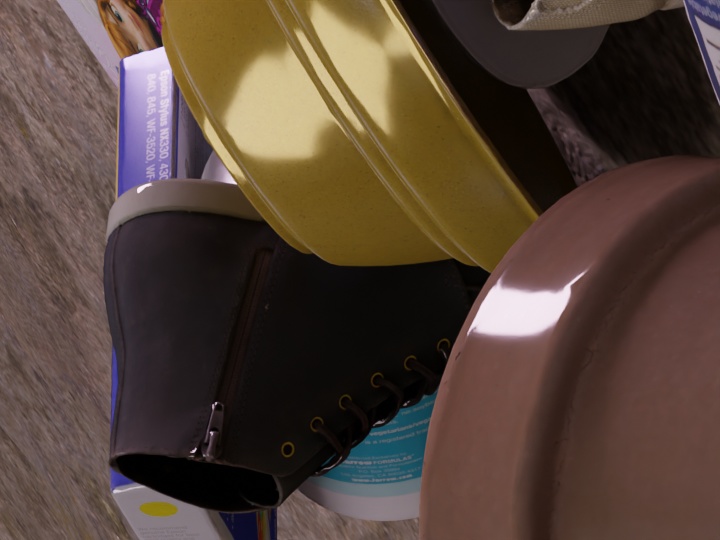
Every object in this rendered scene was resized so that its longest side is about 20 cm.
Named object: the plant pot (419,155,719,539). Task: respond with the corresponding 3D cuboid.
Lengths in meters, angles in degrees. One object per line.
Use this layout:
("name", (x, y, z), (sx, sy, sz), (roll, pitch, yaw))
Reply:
("plant pot", (0.143, 0.070, 0.780), (0.175, 0.200, 0.200), (3, 126, 50))

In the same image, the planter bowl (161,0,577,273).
("planter bowl", (-0.007, -0.064, 0.957), (0.200, 0.083, 0.200), (56, -170, -15))

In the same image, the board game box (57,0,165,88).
("board game box", (-0.093, -0.135, 1.286), (0.200, 0.041, 0.200), (55, 164, 5))

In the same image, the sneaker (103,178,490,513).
("sneaker", (0.008, 0.036, 1.023), (0.075, 0.200, 0.106), (111, 162, -63))

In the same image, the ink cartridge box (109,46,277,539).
("ink cartridge box", (-0.072, 0.018, 1.180), (0.200, 0.047, 0.198), (67, -161, -58))

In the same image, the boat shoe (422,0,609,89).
("boat shoe", (0.020, -0.151, 0.895), (0.200, 0.071, 0.064), (68, 164, -16))

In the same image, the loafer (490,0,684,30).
("loafer", (0.040, -0.150, 0.824), (0.076, 0.068, 0.200), (25, 145, 61))

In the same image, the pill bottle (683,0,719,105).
("pill bottle", (0.124, -0.075, 0.648), (0.111, 0.111, 0.200), (32, 150, 56))

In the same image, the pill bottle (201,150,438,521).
("pill bottle", (0.000, 0.000, 1.152), (0.111, 0.111, 0.200), (44, 159, 38))
